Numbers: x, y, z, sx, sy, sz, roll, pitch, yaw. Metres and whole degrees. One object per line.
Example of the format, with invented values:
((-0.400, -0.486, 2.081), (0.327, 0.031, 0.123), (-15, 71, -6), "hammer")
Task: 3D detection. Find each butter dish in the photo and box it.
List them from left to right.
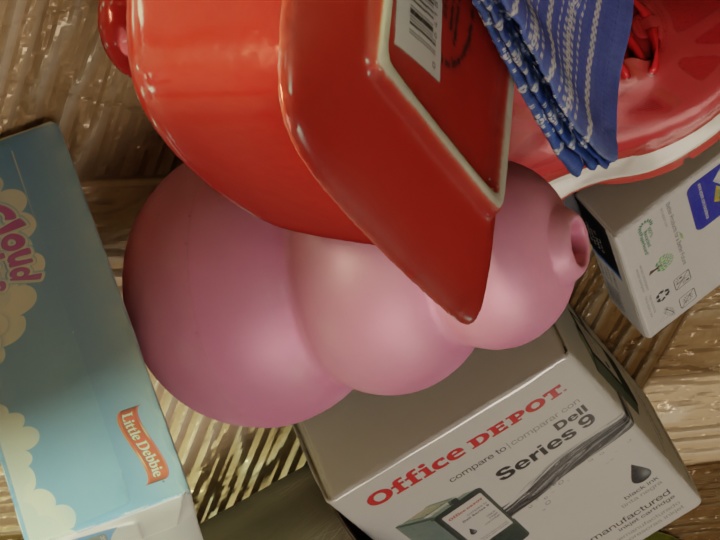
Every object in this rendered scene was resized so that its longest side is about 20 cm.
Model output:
((-0.029, -0.098, 0.863), (0.147, 0.201, 0.199), (-2, 157, 22), "butter dish")

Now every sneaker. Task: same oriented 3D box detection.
((0.089, -0.089, 1.000), (0.199, 0.079, 0.116), (-34, 144, 8), "sneaker")

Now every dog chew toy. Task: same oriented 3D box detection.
((0.000, 0.000, 0.973), (0.199, 0.125, 0.125), (-8, 151, 26), "dog chew toy")

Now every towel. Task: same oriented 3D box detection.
((0.072, -0.145, 0.880), (0.024, 0.146, 0.200), (0, 151, 24), "towel")

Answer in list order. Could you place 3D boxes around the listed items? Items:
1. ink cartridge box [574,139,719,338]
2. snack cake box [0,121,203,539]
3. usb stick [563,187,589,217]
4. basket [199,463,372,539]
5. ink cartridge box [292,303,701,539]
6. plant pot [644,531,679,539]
((0.199, -0.059, 1.112), (0.200, 0.039, 0.100), (-35, 144, -6), "ink cartridge box")
((-0.119, 0.054, 0.943), (0.067, 0.201, 0.115), (-19, 142, -7), "snack cake box")
((0.023, 0.002, 1.105), (0.199, 0.033, 0.055), (-32, 143, 9), "usb stick")
((-0.065, 0.203, 1.186), (0.200, 0.181, 0.136), (-37, 156, 6), "basket")
((0.069, 0.090, 1.193), (0.146, 0.084, 0.200), (-33, 143, 10), "ink cartridge box")
((0.163, 0.294, 1.394), (0.186, 0.201, 0.188), (-16, 142, -13), "plant pot")
